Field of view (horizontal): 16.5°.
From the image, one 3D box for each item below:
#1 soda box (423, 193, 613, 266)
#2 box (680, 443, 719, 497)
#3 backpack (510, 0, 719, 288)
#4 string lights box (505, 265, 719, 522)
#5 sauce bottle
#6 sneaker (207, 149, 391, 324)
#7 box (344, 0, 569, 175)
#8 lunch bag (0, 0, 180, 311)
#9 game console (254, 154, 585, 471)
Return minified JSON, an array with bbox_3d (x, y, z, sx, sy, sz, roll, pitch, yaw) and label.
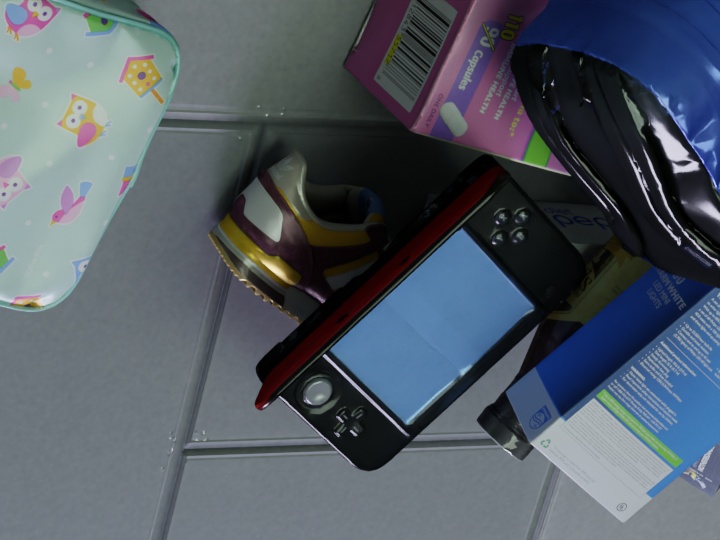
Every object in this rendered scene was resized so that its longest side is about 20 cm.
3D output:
[{"bbox_3d":[0.133,-0.004,1.655,0.199,0.068,0.064,2,115,-32],"label":"soda box"},{"bbox_3d":[0.288,0.045,1.702,0.200,0.051,0.158,-50,166,-19],"label":"box"},{"bbox_3d":[0.191,-0.105,1.448,0.200,0.162,0.168,47,70,-32],"label":"backpack"},{"bbox_3d":[0.202,0.055,1.550,0.200,0.059,0.103,-41,124,12],"label":"string lights box"},{"bbox_3d":[0.153,0.035,1.605,0.200,0.066,0.066,-48,130,2],"label":"sauce bottle"},{"bbox_3d":[0.000,0.000,1.578,0.090,0.075,0.200,-48,131,12],"label":"sneaker"},{"bbox_3d":[0.122,-0.160,1.534,0.199,0.097,0.176,13,111,-36],"label":"box"},{"bbox_3d":[-0.205,-0.085,1.407,0.160,0.077,0.201,16,109,-35],"label":"lunch bag"},{"bbox_3d":[0.042,0.037,1.506,0.200,0.119,0.172,-42,124,4],"label":"game console"}]
